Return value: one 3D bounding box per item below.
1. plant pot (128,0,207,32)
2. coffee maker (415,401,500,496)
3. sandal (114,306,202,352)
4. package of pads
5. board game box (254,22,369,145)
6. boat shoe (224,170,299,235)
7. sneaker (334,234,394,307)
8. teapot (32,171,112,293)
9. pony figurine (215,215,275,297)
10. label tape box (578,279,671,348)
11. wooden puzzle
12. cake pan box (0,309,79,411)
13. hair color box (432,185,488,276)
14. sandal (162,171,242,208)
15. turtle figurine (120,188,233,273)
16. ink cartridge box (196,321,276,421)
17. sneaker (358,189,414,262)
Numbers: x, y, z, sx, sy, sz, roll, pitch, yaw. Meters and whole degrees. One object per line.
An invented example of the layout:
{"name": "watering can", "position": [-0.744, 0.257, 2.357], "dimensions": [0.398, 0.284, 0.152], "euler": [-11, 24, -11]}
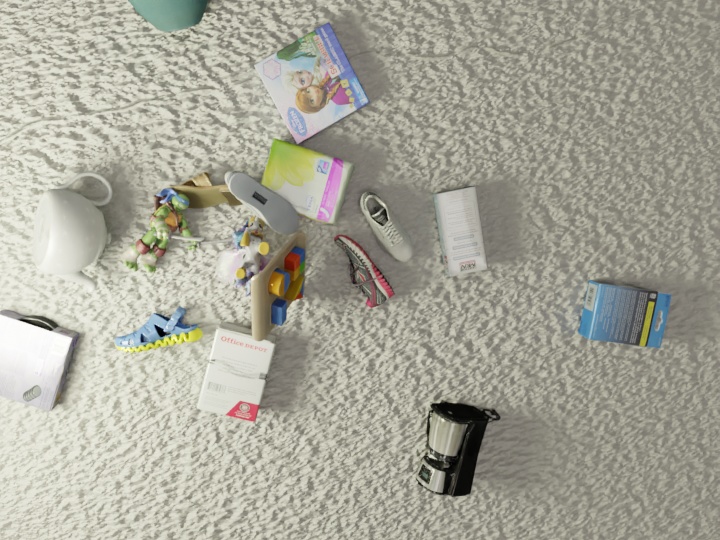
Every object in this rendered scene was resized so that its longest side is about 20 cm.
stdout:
{"name": "plant pot", "position": [-0.403, -0.589, 1.193], "dimensions": [0.197, 0.201, 0.136], "euler": [-13, 127, -3]}
{"name": "coffee maker", "position": [0.246, 0.448, 1.404], "dimensions": [0.189, 0.135, 0.203], "euler": [11, 97, -7]}
{"name": "sandal", "position": [-0.480, 0.140, 1.333], "dimensions": [0.197, 0.079, 0.088], "euler": [-12, 95, -12]}
{"name": "package of pads", "position": [-0.129, -0.202, 1.315], "dimensions": [0.197, 0.068, 0.157], "euler": [17, 96, -4]}
{"name": "board game box", "position": [-0.110, -0.427, 1.299], "dimensions": [0.198, 0.041, 0.202], "euler": [-30, 99, 0]}
{"name": "boat shoe", "position": [-0.216, -0.156, 1.249], "dimensions": [0.074, 0.065, 0.200], "euler": [-48, 126, -4]}
{"name": "sneaker", "position": [0.000, 0.000, 1.349], "dimensions": [0.074, 0.081, 0.201], "euler": [-36, 100, 3]}
{"name": "teapot", "position": [-0.629, -0.086, 1.251], "dimensions": [0.145, 0.200, 0.200], "euler": [5, 144, -41]}
{"name": "pony figurine", "position": [-0.246, -0.024, 1.287], "dimensions": [0.164, 0.201, 0.196], "euler": [7, 113, -12]}
{"name": "label tape box", "position": [0.670, 0.110, 1.430], "dimensions": [0.197, 0.066, 0.146], "euler": [7, 98, -9]}
{"name": "wooden puzzle", "position": [-0.170, 0.039, 1.255], "dimensions": [0.046, 0.200, 0.187], "euler": [20, 129, 17]}
{"name": "cake pan box", "position": [-0.783, 0.208, 1.325], "dimensions": [0.182, 0.052, 0.203], "euler": [18, 96, -9]}
{"name": "hair color box", "position": [0.241, -0.095, 1.366], "dimensions": [0.097, 0.061, 0.203], "euler": [-11, 98, -3]}
{"name": "sandal", "position": [-0.350, -0.193, 1.304], "dimensions": [0.208, 0.078, 0.071], "euler": [2, 59, 13]}
{"name": "turtle figurine", "position": [-0.426, -0.060, 1.269], "dimensions": [0.194, 0.144, 0.200], "euler": [-43, 106, 11]}
{"name": "ink cartridge box", "position": [-0.294, 0.240, 1.354], "dimensions": [0.143, 0.083, 0.203], "euler": [15, 96, -7]}
{"name": "sneaker", "position": [0.063, -0.100, 1.341], "dimensions": [0.076, 0.081, 0.201], "euler": [-38, 101, -1]}
